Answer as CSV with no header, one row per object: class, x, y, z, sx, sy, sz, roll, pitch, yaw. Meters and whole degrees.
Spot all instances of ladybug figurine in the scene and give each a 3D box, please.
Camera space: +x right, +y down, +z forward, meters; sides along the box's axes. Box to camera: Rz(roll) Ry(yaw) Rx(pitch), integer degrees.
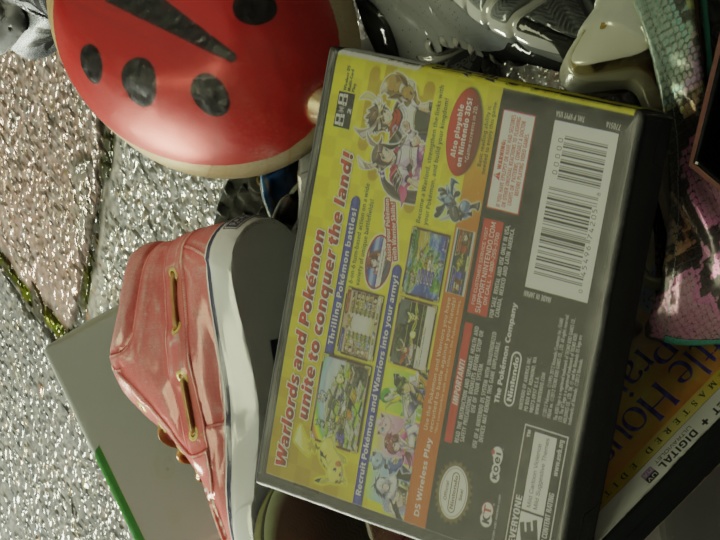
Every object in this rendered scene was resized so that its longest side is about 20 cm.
ladybug figurine,-0.084,-0.121,1.446,0.199,0.072,0.136,28,94,37

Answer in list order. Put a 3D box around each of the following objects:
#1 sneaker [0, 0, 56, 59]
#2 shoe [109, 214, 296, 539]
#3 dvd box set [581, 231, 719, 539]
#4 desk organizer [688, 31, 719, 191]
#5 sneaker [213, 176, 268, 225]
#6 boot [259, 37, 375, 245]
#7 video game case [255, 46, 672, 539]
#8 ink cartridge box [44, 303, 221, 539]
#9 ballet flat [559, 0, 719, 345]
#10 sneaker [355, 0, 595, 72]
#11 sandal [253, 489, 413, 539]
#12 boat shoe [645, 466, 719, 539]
sneaker,-0.162,-0.153,1.678,0.200,0.075,0.114,55,144,35
shoe,-0.065,0.077,1.466,0.091,0.071,0.202,-10,88,44
dvd box set,0.090,0.023,1.315,0.200,0.146,0.029,41,171,37
desk organizer,0.222,-0.026,1.156,0.200,0.077,0.072,44,136,41
sneaker,-0.029,0.036,1.569,0.072,0.071,0.201,-74,-33,-81
boot,-0.005,-0.015,1.501,0.073,0.095,0.202,2,103,57
video game case,0.040,0.016,1.278,0.180,0.025,0.202,15,98,42
ink cartridge box,-0.083,0.114,1.597,0.147,0.083,0.200,61,178,25
ballet flat,0.125,-0.064,1.266,0.069,0.071,0.201,95,166,-74
sneaker,0.062,-0.118,1.400,0.200,0.075,0.116,38,151,37
sandal,0.016,0.099,1.426,0.080,0.201,0.057,46,145,-14
boat shoe,0.146,0.138,1.349,0.070,0.071,0.201,11,116,53
